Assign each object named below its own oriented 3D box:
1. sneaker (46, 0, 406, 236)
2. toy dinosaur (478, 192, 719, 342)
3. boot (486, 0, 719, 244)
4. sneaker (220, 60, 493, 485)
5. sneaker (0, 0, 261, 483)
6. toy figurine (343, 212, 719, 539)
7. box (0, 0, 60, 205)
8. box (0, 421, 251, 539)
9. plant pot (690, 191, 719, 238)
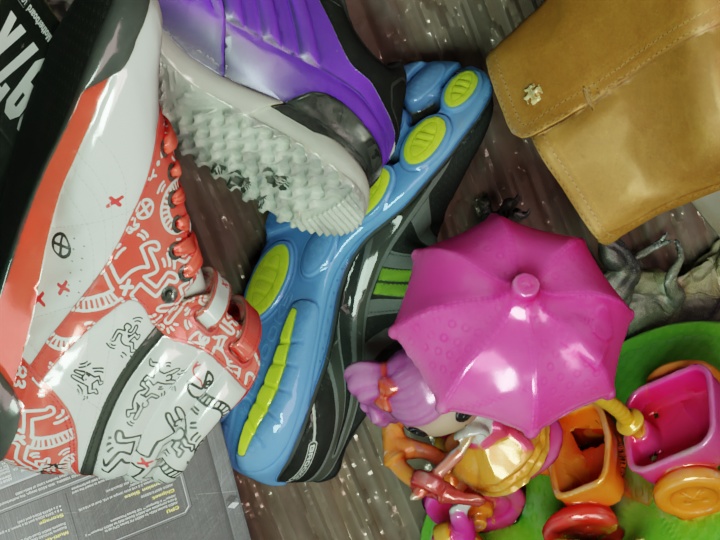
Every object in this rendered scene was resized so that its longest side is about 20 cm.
[{"bbox_3d":[-0.062,-0.109,1.168,0.200,0.069,0.100,40,59,-15],"label":"sneaker"},{"bbox_3d":[0.095,0.005,1.281,0.199,0.047,0.089,-17,116,-18],"label":"toy dinosaur"},{"bbox_3d":[0.108,-0.125,1.150,0.071,0.143,0.202,7,59,-60],"label":"boot"},{"bbox_3d":[0.000,0.000,1.229,0.083,0.071,0.201,28,86,-51],"label":"sneaker"},{"bbox_3d":[-0.083,-0.012,1.095,0.107,0.067,0.203,14,106,-20],"label":"sneaker"},{"bbox_3d":[0.064,0.054,1.185,0.184,0.199,0.151,42,38,-44],"label":"toy figurine"},{"bbox_3d":[-0.188,-0.061,1.048,0.160,0.049,0.200,-55,155,-13],"label":"box"},{"bbox_3d":[-0.142,0.133,1.173,0.199,0.048,0.159,-21,112,-18],"label":"box"},{"bbox_3d":[0.192,-0.107,1.234,0.173,0.200,0.200,-40,117,7],"label":"plant pot"}]
